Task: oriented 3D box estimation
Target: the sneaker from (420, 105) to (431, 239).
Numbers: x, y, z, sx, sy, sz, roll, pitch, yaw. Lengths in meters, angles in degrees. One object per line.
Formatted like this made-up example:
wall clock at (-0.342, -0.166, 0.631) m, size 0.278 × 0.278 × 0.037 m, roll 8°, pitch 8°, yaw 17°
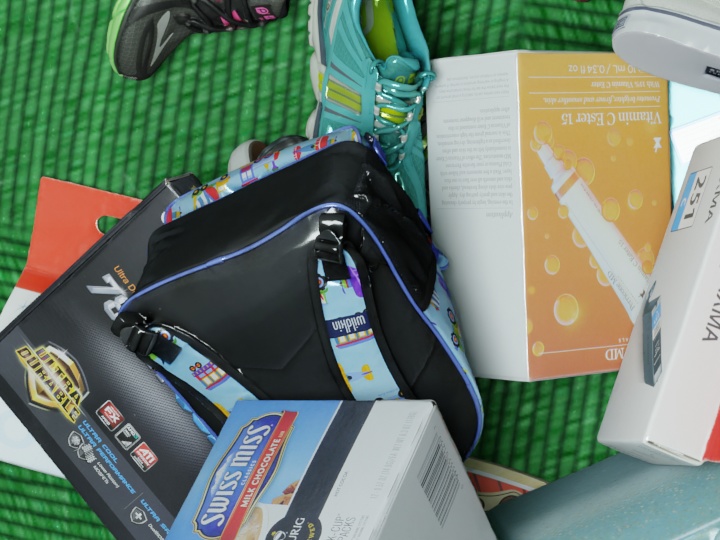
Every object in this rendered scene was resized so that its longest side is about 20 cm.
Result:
sneaker at (0.044, -0.073, 1.345) m, size 0.083 × 0.071 × 0.200 m, roll -24°, pitch 85°, yaw -6°

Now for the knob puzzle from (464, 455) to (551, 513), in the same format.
knob puzzle at (0.087, 0.222, 1.364) m, size 0.219 × 0.030 × 0.220 m, roll 1°, pitch 94°, yaw 15°

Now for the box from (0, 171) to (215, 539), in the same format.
box at (-0.125, 0.072, 1.340) m, size 0.198 × 0.050 × 0.200 m, roll -40°, pitch 86°, yaw 23°

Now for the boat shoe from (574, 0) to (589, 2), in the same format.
boat shoe at (0.063, -0.224, 1.311) m, size 0.200 × 0.070 × 0.070 m, roll 13°, pitch 93°, yaw 4°

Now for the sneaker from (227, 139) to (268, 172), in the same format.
sneaker at (-0.070, 0.014, 1.369) m, size 0.085 × 0.073 × 0.200 m, roll -18°, pitch 83°, yaw 26°

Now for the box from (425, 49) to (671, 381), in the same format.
box at (0.120, -0.036, 1.276) m, size 0.097 × 0.124 × 0.200 m, roll 2°, pitch 96°, yaw 56°

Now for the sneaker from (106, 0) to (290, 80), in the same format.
sneaker at (-0.091, -0.193, 1.360) m, size 0.200 × 0.077 × 0.084 m, roll -40°, pitch 80°, yaw 14°

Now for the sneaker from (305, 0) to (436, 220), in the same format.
sneaker at (0.009, -0.105, 1.261) m, size 0.077 × 0.080 × 0.200 m, roll -6°, pitch 88°, yaw -28°

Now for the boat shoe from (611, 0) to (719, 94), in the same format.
boat shoe at (0.256, -0.136, 1.232) m, size 0.200 × 0.071 × 0.070 m, roll 19°, pitch 71°, yaw 4°

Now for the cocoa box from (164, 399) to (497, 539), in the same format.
cocoa box at (-0.005, 0.185, 1.139) m, size 0.131 × 0.133 × 0.200 m, roll -1°, pitch 132°, yaw 29°

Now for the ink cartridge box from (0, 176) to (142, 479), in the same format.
ink cartridge box at (-0.178, 0.049, 1.411) m, size 0.160 × 0.047 × 0.200 m, roll 14°, pitch 99°, yaw 13°

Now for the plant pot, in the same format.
plant pot at (0.195, 0.210, 1.233) m, size 0.196 × 0.200 × 0.197 m, roll -24°, pitch 87°, yaw 5°

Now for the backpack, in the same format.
backpack at (-0.020, 0.040, 1.208) m, size 0.182 × 0.135 × 0.200 m, roll -25°, pitch 116°, yaw 22°

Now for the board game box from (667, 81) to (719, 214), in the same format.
board game box at (0.271, -0.067, 1.290) m, size 0.151 × 0.047 × 0.200 m, roll -9°, pitch 91°, yaw 14°

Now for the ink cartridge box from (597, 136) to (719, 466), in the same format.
ink cartridge box at (0.213, 0.014, 1.172) m, size 0.045 × 0.176 × 0.200 m, roll 21°, pitch 82°, yaw -10°

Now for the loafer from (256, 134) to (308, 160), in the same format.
loafer at (0.000, 0.000, 1.311) m, size 0.073 × 0.072 × 0.200 m, roll -37°, pitch 113°, yaw -6°
